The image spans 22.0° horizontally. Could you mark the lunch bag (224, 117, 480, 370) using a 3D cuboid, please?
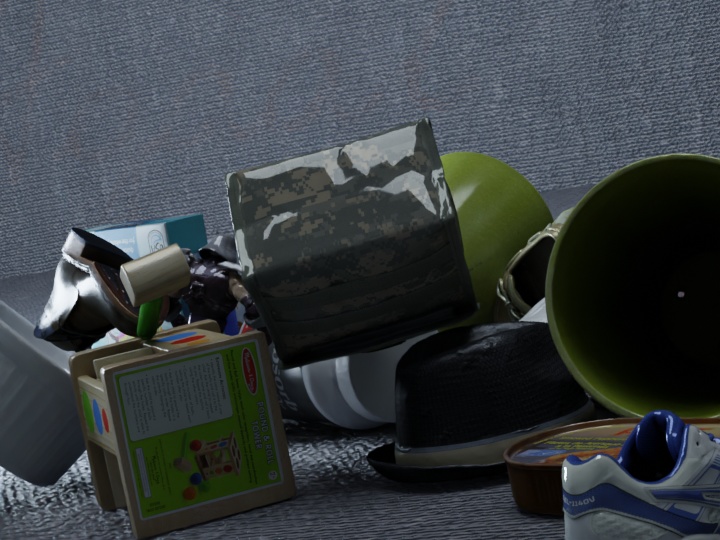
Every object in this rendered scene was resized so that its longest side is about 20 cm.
[{"bbox_3d":[0.000,0.000,1.395,0.162,0.118,0.200,-15,-33,3],"label":"lunch bag"}]

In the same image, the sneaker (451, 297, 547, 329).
[{"bbox_3d":[0.153,0.073,1.568,0.198,0.079,0.099,-21,14,-6],"label":"sneaker"}]

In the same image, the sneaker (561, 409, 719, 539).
[{"bbox_3d":[0.188,0.114,0.999,0.199,0.089,0.075,-15,5,-41],"label":"sneaker"}]

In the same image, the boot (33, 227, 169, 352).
[{"bbox_3d":[-0.217,0.041,1.537,0.074,0.098,0.200,24,8,-26],"label":"boot"}]

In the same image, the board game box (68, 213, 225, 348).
[{"bbox_3d":[-0.185,0.056,1.669,0.047,0.202,0.150,-15,7,-42],"label":"board game box"}]

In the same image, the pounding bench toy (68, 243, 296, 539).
[{"bbox_3d":[-0.147,0.078,1.399,0.123,0.202,0.156,-13,7,-19],"label":"pounding bench toy"}]

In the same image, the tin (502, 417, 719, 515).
[{"bbox_3d":[0.181,0.123,1.166,0.199,0.042,0.112,-5,13,46],"label":"tin"}]

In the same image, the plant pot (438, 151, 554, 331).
[{"bbox_3d":[0.078,0.003,1.899,0.186,0.189,0.200,-6,22,38],"label":"plant pot"}]

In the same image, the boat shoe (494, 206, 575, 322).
[{"bbox_3d":[0.170,0.009,1.782,0.063,0.074,0.201,-22,-17,-33],"label":"boat shoe"}]

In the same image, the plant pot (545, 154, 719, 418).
[{"bbox_3d":[0.248,0.023,1.360,0.185,0.189,0.200,-9,-8,18],"label":"plant pot"}]

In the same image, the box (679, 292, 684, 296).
[{"bbox_3d":[0.296,0.017,1.647,0.099,0.096,0.199,-16,8,-33],"label":"box"}]

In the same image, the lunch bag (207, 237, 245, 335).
[{"bbox_3d":[-0.139,0.056,1.748,0.123,0.172,0.200,-11,4,-16],"label":"lunch bag"}]

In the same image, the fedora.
[{"bbox_3d":[0.095,0.089,1.362,0.199,0.093,0.201,-11,6,1],"label":"fedora"}]

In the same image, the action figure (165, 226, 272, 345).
[{"bbox_3d":[-0.131,0.059,1.546,0.129,0.202,0.069,5,-11,43],"label":"action figure"}]

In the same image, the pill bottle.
[{"bbox_3d":[-0.017,0.076,1.586,0.115,0.117,0.199,-14,7,-29],"label":"pill bottle"}]

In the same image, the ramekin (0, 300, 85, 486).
[{"bbox_3d":[-0.306,0.095,1.581,0.098,0.200,0.200,-51,11,-4],"label":"ramekin"}]
